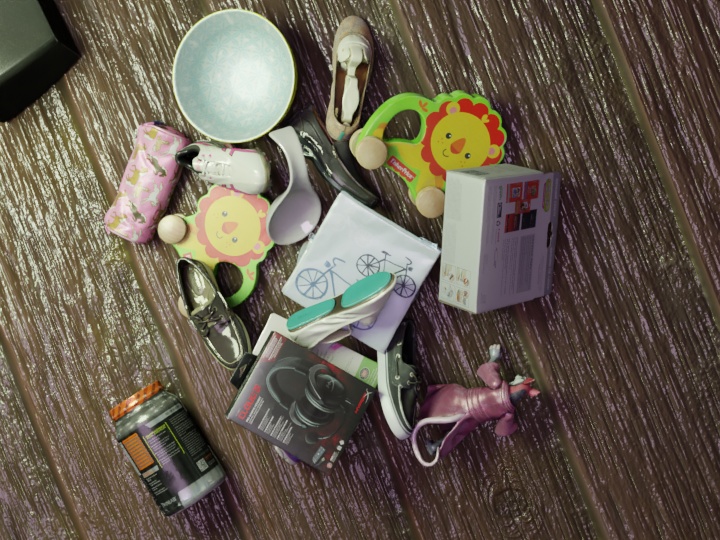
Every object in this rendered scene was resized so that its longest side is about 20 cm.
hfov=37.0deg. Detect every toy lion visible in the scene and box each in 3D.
[{"bbox_3d":[-0.220,-0.040,1.754,0.190,0.069,0.202,-14,93,5],"label":"toy lion"},{"bbox_3d":[0.113,-0.195,1.629,0.200,0.069,0.192,36,100,-21],"label":"toy lion"}]

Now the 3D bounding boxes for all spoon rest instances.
[{"bbox_3d":[-0.107,-0.121,1.674,0.099,0.061,0.201,-22,133,-22],"label":"spoon rest"}]

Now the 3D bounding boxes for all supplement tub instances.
[{"bbox_3d":[-0.321,0.291,1.774,0.122,0.122,0.201,-32,89,13],"label":"supplement tub"}]

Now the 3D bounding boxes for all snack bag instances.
[{"bbox_3d":[0.000,0.000,1.640,0.188,0.021,0.201,30,109,3],"label":"snack bag"}]

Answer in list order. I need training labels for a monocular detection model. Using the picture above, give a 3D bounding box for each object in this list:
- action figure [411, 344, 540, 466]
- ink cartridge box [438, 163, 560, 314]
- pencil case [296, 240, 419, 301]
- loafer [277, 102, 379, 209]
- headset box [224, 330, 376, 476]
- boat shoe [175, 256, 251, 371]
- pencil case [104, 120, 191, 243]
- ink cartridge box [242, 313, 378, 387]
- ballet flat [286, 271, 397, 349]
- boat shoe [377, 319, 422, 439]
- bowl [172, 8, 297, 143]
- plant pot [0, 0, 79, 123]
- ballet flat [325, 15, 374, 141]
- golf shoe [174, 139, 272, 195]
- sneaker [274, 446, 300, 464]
[{"bbox_3d":[0.177,0.201,1.653,0.199,0.149,0.135,-25,86,28],"label":"action figure"},{"bbox_3d":[0.210,-0.052,1.616,0.084,0.175,0.202,19,112,47],"label":"ink cartridge box"},{"bbox_3d":[-0.001,0.002,1.696,0.198,0.083,0.092,4,84,12],"label":"pencil case"},{"bbox_3d":[-0.039,-0.178,1.693,0.200,0.073,0.072,43,98,3],"label":"loafer"},{"bbox_3d":[-0.099,0.193,1.622,0.199,0.077,0.150,31,83,-7],"label":"headset box"},{"bbox_3d":[-0.237,0.066,1.669,0.073,0.065,0.201,-37,69,8],"label":"boat shoe"},{"bbox_3d":[-0.349,-0.142,1.755,0.086,0.083,0.201,27,102,24],"label":"pencil case"},{"bbox_3d":[-0.077,0.160,1.701,0.199,0.067,0.118,27,81,-6],"label":"ink cartridge box"},{"bbox_3d":[-0.019,0.064,1.624,0.199,0.069,0.070,-26,90,22],"label":"ballet flat"},{"bbox_3d":[0.064,0.161,1.661,0.056,0.069,0.201,-24,51,23],"label":"boat shoe"},{"bbox_3d":[-0.183,-0.301,1.689,0.198,0.108,0.202,1,96,12],"label":"bowl"},{"bbox_3d":[-0.572,-0.376,1.730,0.176,0.200,0.201,-26,90,0],"label":"plant pot"},{"bbox_3d":[-0.012,-0.300,1.656,0.067,0.067,0.202,5,85,-9],"label":"ballet flat"},{"bbox_3d":[-0.211,-0.156,1.671,0.199,0.092,0.073,22,118,49],"label":"golf shoe"},{"bbox_3d":[-0.117,0.216,1.748,0.083,0.081,0.202,-12,94,5],"label":"sneaker"}]
